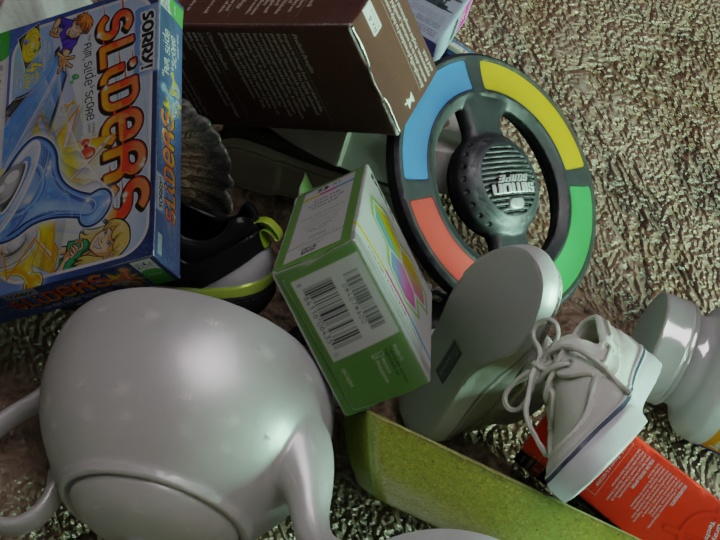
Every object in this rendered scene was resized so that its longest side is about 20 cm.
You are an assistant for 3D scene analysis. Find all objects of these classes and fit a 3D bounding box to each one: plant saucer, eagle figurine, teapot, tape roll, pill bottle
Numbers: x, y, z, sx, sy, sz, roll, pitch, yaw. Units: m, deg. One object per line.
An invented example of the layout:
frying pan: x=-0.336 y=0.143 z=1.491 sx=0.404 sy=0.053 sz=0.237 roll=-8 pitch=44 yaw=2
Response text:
plant saucer: x=0.076 y=0.154 z=1.080 sx=0.199 sy=0.200 sz=0.048 roll=25 pitch=84 yaw=-3
eagle figurine: x=-0.193 y=-0.095 z=1.174 sx=0.150 sy=0.152 sz=0.201 roll=10 pitch=41 yaw=-44
teapot: x=-0.119 y=0.114 z=1.006 sx=0.197 sy=0.200 sz=0.147 roll=28 pitch=58 yaw=-18
tape roll: x=0.014 y=-0.118 z=1.288 sx=0.201 sy=0.037 sz=0.203 roll=17 pitch=21 yaw=-7
pill bottle: x=0.304 y=0.094 z=1.255 sx=0.199 sy=0.112 sz=0.112 roll=23 pitch=47 yaw=-5

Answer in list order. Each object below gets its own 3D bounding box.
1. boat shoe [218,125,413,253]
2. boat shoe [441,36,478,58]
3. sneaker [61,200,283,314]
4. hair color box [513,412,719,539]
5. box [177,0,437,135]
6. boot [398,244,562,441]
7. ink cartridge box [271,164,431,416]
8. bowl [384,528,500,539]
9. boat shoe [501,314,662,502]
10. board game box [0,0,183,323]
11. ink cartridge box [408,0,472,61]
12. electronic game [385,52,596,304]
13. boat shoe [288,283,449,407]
boat shoe: x=-0.016 y=-0.074 z=1.277 sx=0.199 sy=0.067 sz=0.057 roll=21 pitch=52 yaw=-3
boat shoe: x=0.039 y=-0.197 z=1.399 sx=0.199 sy=0.072 sz=0.073 roll=28 pitch=38 yaw=-7
sneaker: x=-0.144 y=-0.022 z=1.072 sx=0.198 sy=0.083 sz=0.072 roll=4 pitch=25 yaw=12
hair color box: x=0.204 y=0.168 z=1.146 sx=0.200 sy=0.102 sz=0.061 roll=38 pitch=83 yaw=9
box: x=-0.057 y=-0.159 z=1.166 sx=0.199 sy=0.100 sz=0.075 roll=8 pitch=52 yaw=34
boot: x=0.106 y=0.048 z=1.141 sx=0.095 sy=0.200 sz=0.074 roll=-6 pitch=59 yaw=-32
ink cartridge box: x=0.000 y=0.000 z=1.069 sx=0.104 sy=0.059 sz=0.200 roll=63 pitch=12 yaw=-17
bowl: x=0.052 y=0.232 z=0.995 sx=0.200 sy=0.202 sz=0.090 roll=24 pitch=21 yaw=-5
boat shoe: x=0.134 y=0.070 z=1.030 sx=0.086 sy=0.075 sz=0.202 roll=44 pitch=27 yaw=1
board game box: x=-0.179 y=-0.076 z=1.048 sx=0.135 sy=0.034 sz=0.201 roll=-14 pitch=61 yaw=20
ink cartridge box: x=0.013 y=-0.203 z=1.304 sx=0.119 sy=0.042 sz=0.200 roll=24 pitch=35 yaw=5
electronic game: x=0.098 y=-0.062 z=1.199 sx=0.199 sy=0.042 sz=0.202 roll=14 pitch=68 yaw=-36
boat shoe: x=0.038 y=0.041 z=1.207 sx=0.199 sy=0.074 sz=0.061 roll=-20 pitch=68 yaw=-26
